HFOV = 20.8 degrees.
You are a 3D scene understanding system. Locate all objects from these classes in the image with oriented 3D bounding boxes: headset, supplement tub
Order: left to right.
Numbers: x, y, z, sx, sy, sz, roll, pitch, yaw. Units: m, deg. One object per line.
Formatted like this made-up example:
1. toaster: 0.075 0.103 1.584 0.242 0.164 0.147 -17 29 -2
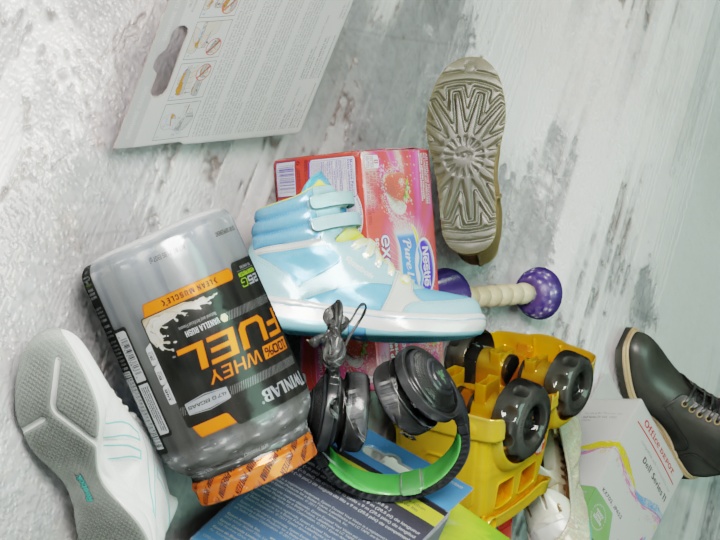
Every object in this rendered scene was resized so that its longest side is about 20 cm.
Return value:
1. supplement tub: -0.115 0.064 1.454 0.122 0.122 0.200 -27 93 -48
2. headset: 0.012 0.107 1.494 0.094 0.123 0.200 -89 161 -54

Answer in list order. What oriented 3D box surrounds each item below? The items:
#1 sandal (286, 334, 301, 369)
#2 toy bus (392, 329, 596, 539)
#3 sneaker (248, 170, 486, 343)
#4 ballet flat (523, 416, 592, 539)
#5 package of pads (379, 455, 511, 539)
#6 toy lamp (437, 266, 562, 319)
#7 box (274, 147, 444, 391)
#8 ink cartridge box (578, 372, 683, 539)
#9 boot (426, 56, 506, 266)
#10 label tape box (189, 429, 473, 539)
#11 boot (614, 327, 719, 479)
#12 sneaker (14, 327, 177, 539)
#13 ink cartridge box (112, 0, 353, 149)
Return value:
1. sandal: -0.085 0.084 1.580 0.075 0.048 0.201 28 53 -29
2. toy bus: 0.120 0.164 1.770 0.200 0.136 0.192 -26 121 -51
3. sneaker: 0.004 -0.011 1.544 0.200 0.080 0.131 5 83 -5
4. ballet flat: 0.176 0.208 1.854 0.062 0.067 0.200 35 38 -32
5. package of pads: 0.025 0.267 1.631 0.154 0.068 0.200 35 50 7
6. toy lamp: 0.111 0.025 1.814 0.200 0.058 0.058 1 87 -52
7. box: 0.000 0.000 1.646 0.095 0.100 0.200 -6 91 -50
8. ink cartridge box: 0.255 0.208 1.966 0.117 0.067 0.200 58 48 -30
9. boot: 0.096 -0.092 1.728 0.200 0.066 0.175 -2 96 -84
10. label tape box: -0.024 0.213 1.564 0.200 0.143 0.066 -39 149 -45
11. boot: 0.361 0.136 2.043 0.200 0.138 0.078 55 50 -31
12. sneaker: -0.193 0.126 1.442 0.080 0.070 0.200 -56 132 -56
13. ink cartridge box: -0.101 -0.176 1.514 0.200 0.050 0.161 -8 133 -44
